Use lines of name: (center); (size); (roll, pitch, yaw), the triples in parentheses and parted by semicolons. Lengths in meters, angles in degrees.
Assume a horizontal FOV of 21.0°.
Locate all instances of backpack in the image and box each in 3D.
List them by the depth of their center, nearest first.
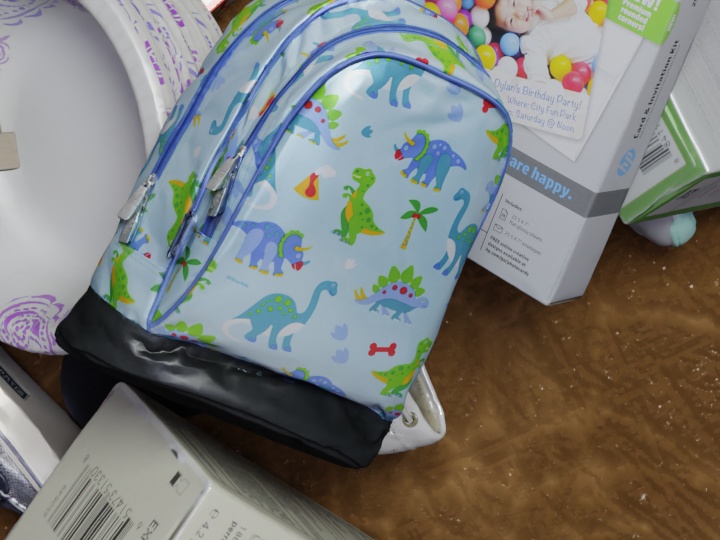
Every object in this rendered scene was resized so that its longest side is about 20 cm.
backpack: (-0.019, -0.028, 0.858); (0.162, 0.153, 0.201); (25, 81, -24)

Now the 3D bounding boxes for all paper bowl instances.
paper bowl: (-0.135, -0.064, 0.978); (0.199, 0.104, 0.203); (7, 102, 38)

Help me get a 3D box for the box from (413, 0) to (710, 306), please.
box: (0.075, -0.108, 0.937); (0.155, 0.041, 0.201); (33, 112, 26)

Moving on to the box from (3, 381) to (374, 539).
box: (-0.058, 0.164, 0.964); (0.200, 0.128, 0.109); (37, 90, -33)

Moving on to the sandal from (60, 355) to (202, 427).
sandal: (-0.061, 0.045, 1.035); (0.199, 0.043, 0.077); (-20, 109, 0)

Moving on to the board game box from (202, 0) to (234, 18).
board game box: (-0.061, -0.250, 1.034); (0.200, 0.046, 0.152); (-42, 93, -1)

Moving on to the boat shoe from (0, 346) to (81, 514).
boat shoe: (-0.205, 0.100, 1.029); (0.093, 0.075, 0.200); (-42, 87, 7)

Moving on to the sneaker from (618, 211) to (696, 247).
sneaker: (0.071, -0.054, 1.038); (0.200, 0.078, 0.140); (45, 94, 0)

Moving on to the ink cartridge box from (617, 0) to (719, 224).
ink cartridge box: (0.187, -0.092, 1.010); (0.059, 0.199, 0.104); (-35, 76, 39)

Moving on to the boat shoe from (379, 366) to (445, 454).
boat shoe: (0.000, 0.000, 0.965); (0.069, 0.071, 0.201); (-7, 116, 20)

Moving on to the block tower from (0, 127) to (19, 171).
block tower: (-0.246, -0.061, 0.965); (0.054, 0.199, 0.058); (-12, 93, -42)
